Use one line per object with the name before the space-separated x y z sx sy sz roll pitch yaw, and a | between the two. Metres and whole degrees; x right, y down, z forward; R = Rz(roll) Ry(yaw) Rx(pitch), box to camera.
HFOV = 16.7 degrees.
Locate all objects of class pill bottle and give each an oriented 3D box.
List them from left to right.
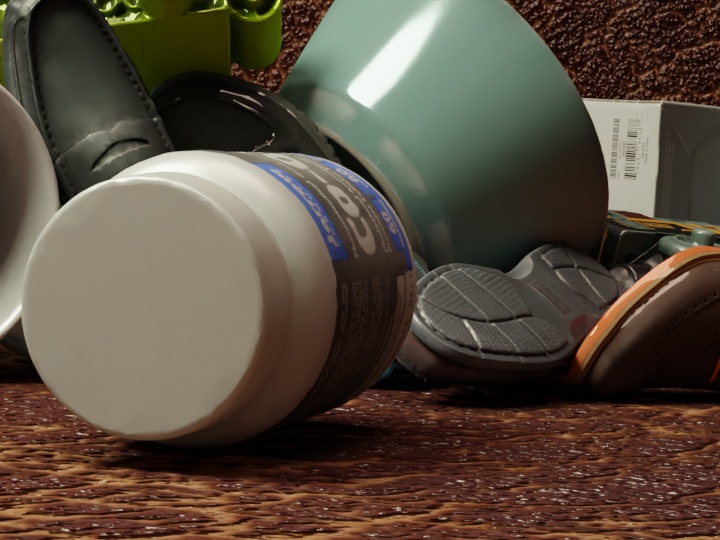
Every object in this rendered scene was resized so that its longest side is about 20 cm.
pill bottle | -0.053 0.009 0.966 0.113 0.115 0.200 4 3 14

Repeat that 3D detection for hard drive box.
hard drive box | 0.132 -0.033 1.566 0.199 0.157 0.077 8 5 45

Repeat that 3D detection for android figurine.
android figurine | -0.128 -0.111 1.270 0.181 0.041 0.200 -10 -22 -4

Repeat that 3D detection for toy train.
toy train | 0.200 0.007 1.400 0.199 0.086 0.114 2 17 -38

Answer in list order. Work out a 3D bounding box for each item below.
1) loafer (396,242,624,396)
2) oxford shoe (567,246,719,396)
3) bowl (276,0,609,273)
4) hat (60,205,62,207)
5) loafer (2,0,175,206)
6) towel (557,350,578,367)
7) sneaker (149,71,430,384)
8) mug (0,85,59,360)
loafer | 0.070 0.036 1.229 0.072 0.063 0.200 44 27 17
oxford shoe | 0.191 0.032 1.259 0.199 0.071 0.073 -19 55 -36
bowl | 0.026 -0.060 1.324 0.105 0.202 0.200 -37 24 -26
hat | -0.273 -0.032 1.396 0.165 0.200 0.176 35 14 -2
loafer | -0.111 -0.043 1.166 0.068 0.202 0.070 -27 15 -23
towel | 0.087 0.001 1.451 0.144 0.023 0.200 -4 31 -48
sneaker | -0.036 -0.023 1.239 0.200 0.073 0.082 42 22 4
mug | -0.226 -0.017 1.187 0.200 0.148 0.175 37 -14 -26
